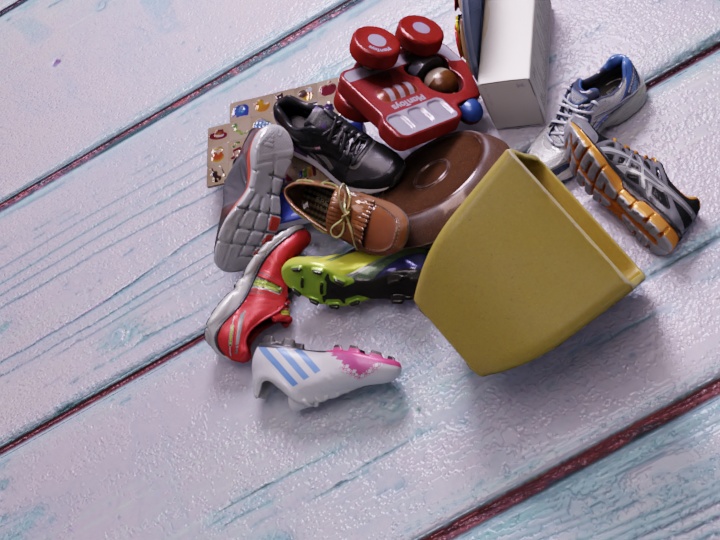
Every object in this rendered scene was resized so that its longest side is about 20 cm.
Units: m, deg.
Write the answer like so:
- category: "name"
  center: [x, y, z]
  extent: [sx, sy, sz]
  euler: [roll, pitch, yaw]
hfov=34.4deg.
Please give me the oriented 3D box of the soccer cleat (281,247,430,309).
- category: "soccer cleat"
  center: [0.000, 0.001, 1.464]
  extent: [0.197, 0.065, 0.084]
  euler: [1, 39, 12]

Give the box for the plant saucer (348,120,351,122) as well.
- category: "plant saucer"
  center: [-0.088, -0.134, 1.605]
  extent: [0.070, 0.019, 0.201]
  euler: [29, 76, 31]

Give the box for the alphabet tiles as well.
- category: "alphabet tiles"
  center: [-0.119, -0.175, 1.594]
  extent: [0.198, 0.008, 0.169]
  euler: [-12, 59, 14]

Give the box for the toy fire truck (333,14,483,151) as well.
- category: "toy fire truck"
  center: [0.071, -0.234, 1.516]
  extent: [0.199, 0.113, 0.168]
  euler: [-23, 58, -36]

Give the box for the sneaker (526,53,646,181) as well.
- category: "sneaker"
  center: [0.272, -0.196, 1.457]
  extent: [0.200, 0.085, 0.077]
  euler: [-46, 56, -7]

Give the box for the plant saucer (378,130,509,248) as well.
- category: "plant saucer"
  center: [0.096, -0.111, 1.460]
  extent: [0.199, 0.035, 0.201]
  euler: [-27, 32, 19]

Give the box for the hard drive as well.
- category: "hard drive"
  center: [-0.085, -0.122, 1.571]
  extent: [0.198, 0.025, 0.133]
  euler: [-13, 59, 14]

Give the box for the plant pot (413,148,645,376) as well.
- category: "plant pot"
  center: [0.175, 0.007, 1.297]
  extent: [0.200, 0.195, 0.195]
  euler: [-44, 80, 14]

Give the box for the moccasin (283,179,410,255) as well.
- category: "moccasin"
  center: [-0.019, -0.071, 1.434]
  extent: [0.201, 0.077, 0.074]
  euler: [33, 106, 41]

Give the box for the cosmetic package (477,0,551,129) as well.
- category: "cosmetic package"
  center: [0.206, -0.300, 1.531]
  extent: [0.072, 0.104, 0.202]
  euler: [-3, 60, 21]

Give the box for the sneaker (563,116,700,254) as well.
- category: "sneaker"
  center: [0.320, -0.111, 1.389]
  extent: [0.077, 0.078, 0.200]
  euler: [-38, 77, -12]

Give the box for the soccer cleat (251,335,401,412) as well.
- category: "soccer cleat"
  center: [-0.043, 0.134, 1.416]
  extent: [0.198, 0.070, 0.087]
  euler: [4, 80, 26]

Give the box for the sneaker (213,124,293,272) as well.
- category: "sneaker"
  center: [-0.148, -0.096, 1.532]
  extent: [0.082, 0.077, 0.202]
  euler: [20, 88, 55]

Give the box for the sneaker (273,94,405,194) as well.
- category: "sneaker"
  center: [-0.036, -0.165, 1.500]
  extent: [0.199, 0.088, 0.076]
  euler: [25, 73, 29]

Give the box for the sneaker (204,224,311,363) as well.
- category: "sneaker"
  center: [-0.116, 0.034, 1.503]
  extent: [0.084, 0.077, 0.201]
  euler: [32, 77, 12]

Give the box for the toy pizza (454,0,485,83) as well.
- category: "toy pizza"
  center: [0.145, -0.344, 1.519]
  extent: [0.031, 0.201, 0.202]
  euler: [-1, 62, 17]
